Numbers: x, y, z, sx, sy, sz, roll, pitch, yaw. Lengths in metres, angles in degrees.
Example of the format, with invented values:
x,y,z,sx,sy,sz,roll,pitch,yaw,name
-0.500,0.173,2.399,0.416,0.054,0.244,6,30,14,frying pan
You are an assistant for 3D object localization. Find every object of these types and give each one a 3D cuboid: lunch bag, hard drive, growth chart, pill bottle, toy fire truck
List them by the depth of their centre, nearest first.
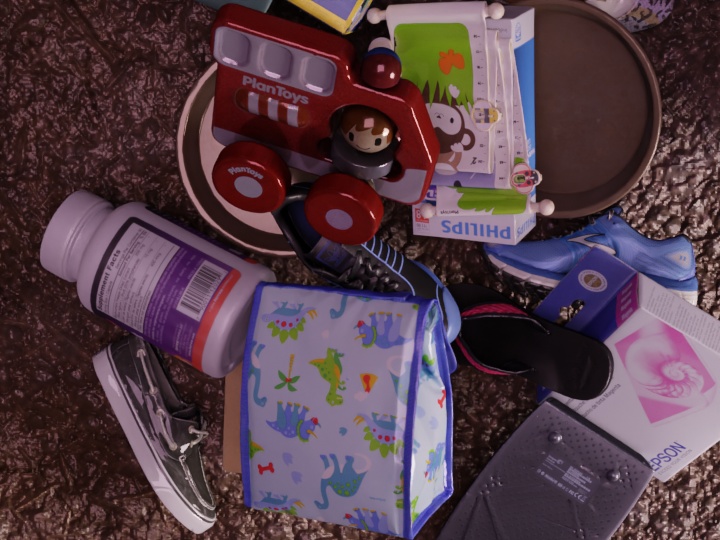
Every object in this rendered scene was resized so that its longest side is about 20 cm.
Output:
x,y,z,sx,sy,sz,roll,pitch,yaw,name
-0.031,-0.126,1.198,0.199,0.113,0.168,18,143,5,toy fire truck
0.080,-0.136,1.252,0.144,0.018,0.201,-6,106,29,growth chart
-0.011,0.111,1.270,0.169,0.127,0.201,5,109,23,lunch bag
-0.187,0.006,1.329,0.199,0.111,0.112,27,101,12,pill bottle
0.169,0.220,1.370,0.134,0.042,0.200,32,114,-2,hard drive

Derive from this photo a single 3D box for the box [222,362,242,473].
x,y,z,sx,sy,sz,roll,pitch,yaw,name
-0.035,0.121,1.363,0.199,0.021,0.165,6,100,22,box

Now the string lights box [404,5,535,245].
x,y,z,sx,sy,sz,roll,pitch,yaw,name
0.099,-0.130,1.290,0.102,0.059,0.201,6,112,25,string lights box

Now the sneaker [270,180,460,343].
x,y,z,sx,sy,sz,roll,pitch,yaw,name
0.000,0.000,1.280,0.200,0.078,0.070,42,109,9,sneaker

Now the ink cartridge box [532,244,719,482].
x,y,z,sx,sy,sz,roll,pitch,yaw,name
0.243,0.089,1.303,0.199,0.043,0.197,30,143,-3,ink cartridge box

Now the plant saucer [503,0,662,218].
x,y,z,sx,sy,sz,roll,pitch,yaw,name
0.173,-0.145,1.299,0.199,0.029,0.201,9,113,23,plant saucer

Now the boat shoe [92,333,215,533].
x,y,z,sx,sy,sz,roll,pitch,yaw,name
-0.181,0.153,1.383,0.063,0.071,0.201,-27,96,9,boat shoe

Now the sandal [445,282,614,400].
x,y,z,sx,sy,sz,roll,pitch,yaw,name
0.128,0.061,1.292,0.199,0.045,0.076,18,100,31,sandal

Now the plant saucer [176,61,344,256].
x,y,z,sx,sy,sz,roll,pitch,yaw,name
-0.070,-0.114,1.343,0.199,0.029,0.201,1,101,3,plant saucer

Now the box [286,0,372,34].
x,y,z,sx,sy,sz,roll,pitch,yaw,name
-0.021,-0.244,1.238,0.070,0.200,0.065,30,99,-3,box

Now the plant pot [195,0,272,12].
x,y,z,sx,sy,sz,roll,pitch,yaw,name
-0.141,-0.320,1.247,0.195,0.200,0.201,25,101,-10,plant pot

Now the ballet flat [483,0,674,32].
x,y,z,sx,sy,sz,roll,pitch,yaw,name
0.182,-0.251,1.292,0.199,0.072,0.073,11,100,1,ballet flat

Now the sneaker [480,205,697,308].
x,y,z,sx,sy,sz,roll,pitch,yaw,name
0.209,-0.013,1.338,0.199,0.079,0.090,7,78,8,sneaker
